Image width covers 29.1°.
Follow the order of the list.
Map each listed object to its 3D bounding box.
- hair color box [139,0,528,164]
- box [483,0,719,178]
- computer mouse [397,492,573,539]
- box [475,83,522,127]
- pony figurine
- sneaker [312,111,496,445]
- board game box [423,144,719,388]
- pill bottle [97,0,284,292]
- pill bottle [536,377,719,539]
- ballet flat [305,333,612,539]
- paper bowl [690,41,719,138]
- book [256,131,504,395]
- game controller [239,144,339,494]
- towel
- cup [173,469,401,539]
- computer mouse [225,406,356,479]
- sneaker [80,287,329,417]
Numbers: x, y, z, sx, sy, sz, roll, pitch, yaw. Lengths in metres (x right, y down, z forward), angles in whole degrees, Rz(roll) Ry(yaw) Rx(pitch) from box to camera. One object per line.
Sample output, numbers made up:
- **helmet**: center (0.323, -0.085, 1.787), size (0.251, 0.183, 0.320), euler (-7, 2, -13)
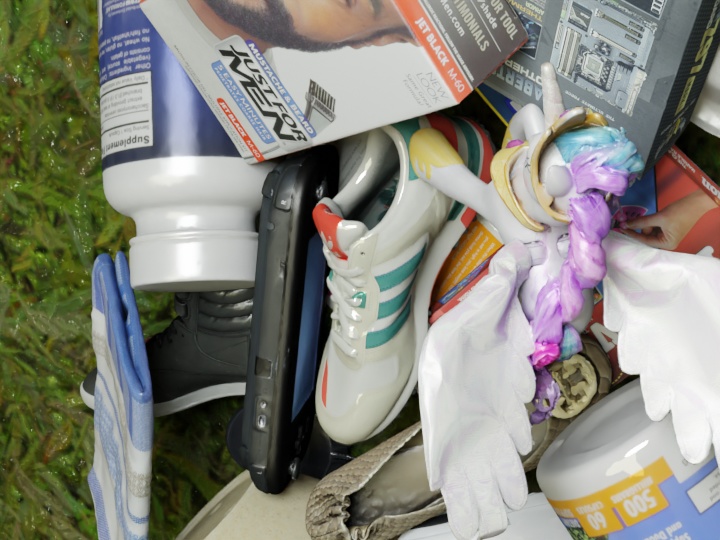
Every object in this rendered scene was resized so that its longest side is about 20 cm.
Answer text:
- **hair color box**: center (-0.021, -0.127, 0.705), size (0.199, 0.064, 0.112), euler (-10, 119, 55)
- **box**: center (0.079, -0.156, 0.656), size (0.199, 0.051, 0.159), euler (34, 147, 20)
- **computer mouse**: center (0.115, 0.163, 0.789), size (0.197, 0.044, 0.111), euler (-12, 84, -4)
- **box**: center (0.090, -0.133, 0.772), size (0.201, 0.070, 0.064), euler (51, 123, 5)
- **pony figurine**: center (0.086, 0.008, 0.643), size (0.164, 0.200, 0.196), euler (-14, 94, -9)
- **sneaker**: center (0.000, 0.000, 0.776), size (0.070, 0.093, 0.202), euler (34, 106, 45)
- **board game box**: center (0.124, 0.015, 0.769), size (0.103, 0.020, 0.200), euler (40, 127, -10)
- **pill bottle**: center (-0.101, -0.091, 0.835), size (0.110, 0.111, 0.203), euler (-5, 85, 30)
- **pill bottle**: center (0.187, 0.157, 0.717), size (0.112, 0.112, 0.201), euler (-31, 94, 32)
- **ballet flat**: center (0.053, 0.100, 0.777), size (0.198, 0.046, 0.068), euler (-30, 92, 11)
- **paper bowl**: center (0.217, -0.157, 0.677), size (0.198, 0.104, 0.204), euler (10, 110, 27)
- **book**: center (0.031, -0.010, 0.861), size (0.200, 0.048, 0.134), euler (44, 123, 11)
- **game controller**: center (-0.037, 0.028, 0.826), size (0.042, 0.104, 0.203), euler (11, 106, 17)
- **towel**: center (-0.151, 0.108, 0.864), size (0.148, 0.023, 0.202), euler (-114, 27, -50)
- **cup**: center (-0.050, 0.208, 0.870), size (0.143, 0.201, 0.200), euler (45, 122, -5)
- **computer mouse**: center (0.000, 0.123, 0.934), size (0.197, 0.034, 0.060), euler (9, 94, 21)
- **sneaker**: center (-0.116, 0.037, 0.931), size (0.198, 0.071, 0.100), euler (-11, 117, 24)
